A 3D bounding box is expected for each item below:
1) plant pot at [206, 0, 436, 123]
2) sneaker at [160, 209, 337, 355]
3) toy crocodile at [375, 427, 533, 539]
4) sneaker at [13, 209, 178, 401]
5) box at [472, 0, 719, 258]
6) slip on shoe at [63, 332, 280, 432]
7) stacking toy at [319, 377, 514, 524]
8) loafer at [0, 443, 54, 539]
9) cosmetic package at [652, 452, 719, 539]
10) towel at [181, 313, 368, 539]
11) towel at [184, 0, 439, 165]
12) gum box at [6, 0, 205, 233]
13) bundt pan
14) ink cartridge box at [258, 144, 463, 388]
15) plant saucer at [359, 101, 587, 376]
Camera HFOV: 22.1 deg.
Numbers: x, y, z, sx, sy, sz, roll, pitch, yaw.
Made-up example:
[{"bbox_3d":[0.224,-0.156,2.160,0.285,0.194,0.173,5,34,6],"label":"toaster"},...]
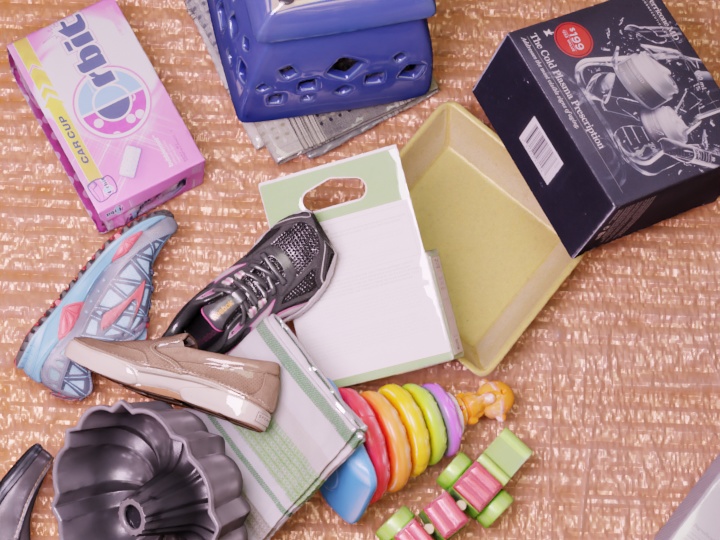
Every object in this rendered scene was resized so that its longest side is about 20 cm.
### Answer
[{"bbox_3d":[-0.036,-0.273,1.722,0.198,0.180,0.202,-10,72,-11],"label":"plant pot"},{"bbox_3d":[-0.104,0.030,1.658,0.080,0.086,0.200,46,106,8],"label":"sneaker"},{"bbox_3d":[0.080,0.222,1.678,0.200,0.062,0.068,-41,82,-16],"label":"toy crocodile"},{"bbox_3d":[-0.226,0.035,1.704,0.095,0.079,0.200,41,80,-7],"label":"sneaker"},{"bbox_3d":[0.240,-0.143,1.750,0.181,0.104,0.201,-21,71,-28],"label":"box"},{"bbox_3d":[-0.163,0.084,1.615,0.199,0.076,0.061,16,79,22],"label":"slip on shoe"},{"bbox_3d":[0.053,0.141,1.689,0.199,0.110,0.117,-17,66,-23],"label":"stacking toy"},{"bbox_3d":[-0.315,0.251,1.628,0.072,0.073,0.201,28,82,-6],"label":"loafer"},{"bbox_3d":[0.315,0.246,1.677,0.071,0.101,0.200,39,74,5],"label":"cosmetic package"},{"bbox_3d":[-0.097,0.158,1.635,0.200,0.031,0.149,-48,64,19],"label":"towel"},{"bbox_3d":[-0.047,-0.215,1.814,0.191,0.035,0.201,-25,76,-15],"label":"towel"},{"bbox_3d":[-0.238,-0.143,1.748,0.113,0.066,0.201,-27,78,-14],"label":"gum box"},{"bbox_3d":[-0.174,0.205,1.605,0.076,0.202,0.203,-15,71,-52],"label":"bundt pan"},{"bbox_3d":[0.000,0.000,1.690,0.144,0.048,0.202,-15,88,19],"label":"ink cartridge box"},{"bbox_3d":[0.097,-0.027,1.760,0.200,0.048,0.200,39,73,6],"label":"plant saucer"}]
